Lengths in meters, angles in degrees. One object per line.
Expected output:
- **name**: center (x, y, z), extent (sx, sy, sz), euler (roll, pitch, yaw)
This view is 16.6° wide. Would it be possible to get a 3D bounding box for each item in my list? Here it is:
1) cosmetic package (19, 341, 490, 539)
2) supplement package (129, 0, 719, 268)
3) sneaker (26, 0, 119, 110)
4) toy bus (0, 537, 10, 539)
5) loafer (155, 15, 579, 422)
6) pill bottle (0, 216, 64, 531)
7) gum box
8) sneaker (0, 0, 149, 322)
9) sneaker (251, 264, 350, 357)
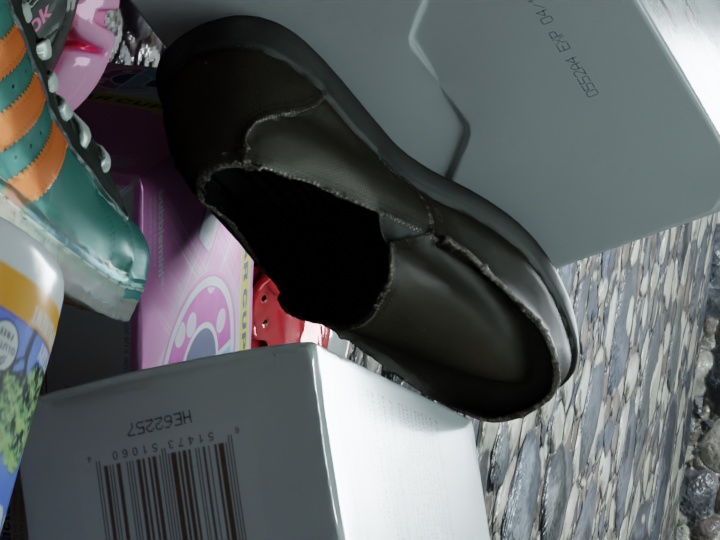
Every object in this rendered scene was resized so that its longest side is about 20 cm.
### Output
- **cosmetic package**: center (-0.027, 0.078, 0.811), extent (0.200, 0.101, 0.075), euler (31, 50, -73)
- **supplement package**: center (0.029, -0.102, 0.872), extent (0.200, 0.155, 0.111), euler (53, 29, -38)
- **sneaker**: center (-0.109, -0.142, 0.730), extent (0.095, 0.078, 0.202), euler (1, 97, -63)
- **toy bus**: center (-0.118, 0.169, 0.794), extent (0.200, 0.134, 0.194), euler (42, 43, -74)
- **loafer**: center (0.000, 0.000, 0.847), extent (0.200, 0.073, 0.072), euler (39, 38, -30)
- **pill bottle**: center (-0.150, 0.079, 0.611), extent (0.112, 0.111, 0.202), euler (57, 44, -68)
- **gum box**: center (-0.088, 0.038, 0.898), extent (0.114, 0.066, 0.202), euler (-46, 142, -63)
- **sneaker**: center (-0.110, -0.053, 0.667), extent (0.200, 0.071, 0.080), euler (42, 70, -52)
- **sneaker**: center (-0.059, 0.067, 1.046), extent (0.116, 0.078, 0.201), euler (60, 29, -54)
